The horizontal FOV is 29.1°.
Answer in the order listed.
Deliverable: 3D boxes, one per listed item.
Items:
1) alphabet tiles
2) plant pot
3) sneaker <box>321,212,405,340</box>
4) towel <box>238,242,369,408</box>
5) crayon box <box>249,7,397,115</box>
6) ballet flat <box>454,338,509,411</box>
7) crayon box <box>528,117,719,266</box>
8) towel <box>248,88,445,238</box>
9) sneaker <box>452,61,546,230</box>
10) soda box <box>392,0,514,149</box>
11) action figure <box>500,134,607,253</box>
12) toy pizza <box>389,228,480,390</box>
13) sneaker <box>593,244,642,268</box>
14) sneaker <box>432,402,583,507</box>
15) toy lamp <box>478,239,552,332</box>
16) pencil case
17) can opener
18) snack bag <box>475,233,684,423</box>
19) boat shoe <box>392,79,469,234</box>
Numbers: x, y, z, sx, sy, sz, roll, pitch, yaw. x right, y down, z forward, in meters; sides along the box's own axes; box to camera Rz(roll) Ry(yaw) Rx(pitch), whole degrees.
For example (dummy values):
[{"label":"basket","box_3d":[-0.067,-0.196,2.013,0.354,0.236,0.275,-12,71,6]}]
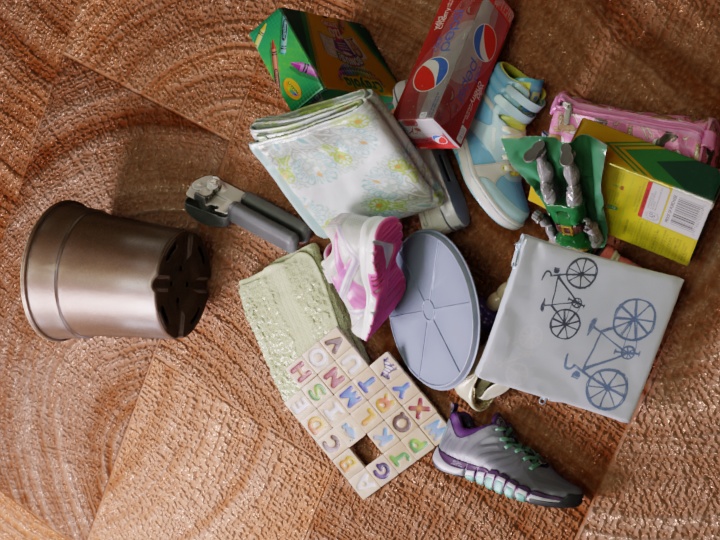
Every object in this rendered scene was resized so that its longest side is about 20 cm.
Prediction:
[{"label":"alphabet tiles","box_3d":[-0.001,0.176,1.792,0.167,0.008,0.200,-40,88,26]},{"label":"plant pot","box_3d":[-0.326,0.009,1.908,0.198,0.200,0.200,6,95,21]},{"label":"sneaker","box_3d":[0.000,0.000,1.705,0.088,0.081,0.200,24,137,24]},{"label":"towel","box_3d":[-0.078,0.078,1.845,0.148,0.036,0.200,-30,78,29]},{"label":"crayon box","box_3d":[-0.038,-0.250,1.709,0.058,0.200,0.119,-35,75,27]},{"label":"ballet flat","box_3d":[0.186,0.096,1.670,0.069,0.069,0.200,49,122,19]},{"label":"crayon box","box_3d":[0.293,-0.093,1.546,0.200,0.127,0.051,23,60,12]},{"label":"towel","box_3d":[-0.017,-0.122,1.647,0.171,0.200,0.048,-12,47,28]},{"label":"sneaker","box_3d":[0.180,-0.159,1.658,0.131,0.080,0.200,-30,78,29]},{"label":"soda box","box_3d":[0.111,-0.243,1.644,0.070,0.063,0.200,4,62,43]},{"label":"action figure","box_3d":[0.230,-0.069,1.538,0.118,0.200,0.055,10,58,28]},{"label":"toy pizza","box_3d":[0.096,0.047,1.711,0.200,0.032,0.200,19,112,57]},{"label":"sneaker","box_3d":[0.275,0.073,1.619,0.087,0.074,0.200,26,113,6]},{"label":"sneaker","box_3d":[0.181,0.224,1.682,0.200,0.074,0.088,15,95,30]},{"label":"toy lamp","box_3d":[0.210,-0.007,1.663,0.200,0.058,0.058,-46,71,27]},{"label":"pencil case","box_3d":[0.310,-0.149,1.577,0.200,0.087,0.083,15,106,26]},{"label":"can opener","box_3d":[-0.153,-0.075,1.881,0.200,0.053,0.066,25,139,29]},{"label":"snack bag","box_3d":[0.245,0.069,1.581,0.200,0.021,0.189,15,108,-4]},{"label":"boat shoe","box_3d":[0.070,-0.137,1.731,0.070,0.071,0.200,-22,88,24]}]
